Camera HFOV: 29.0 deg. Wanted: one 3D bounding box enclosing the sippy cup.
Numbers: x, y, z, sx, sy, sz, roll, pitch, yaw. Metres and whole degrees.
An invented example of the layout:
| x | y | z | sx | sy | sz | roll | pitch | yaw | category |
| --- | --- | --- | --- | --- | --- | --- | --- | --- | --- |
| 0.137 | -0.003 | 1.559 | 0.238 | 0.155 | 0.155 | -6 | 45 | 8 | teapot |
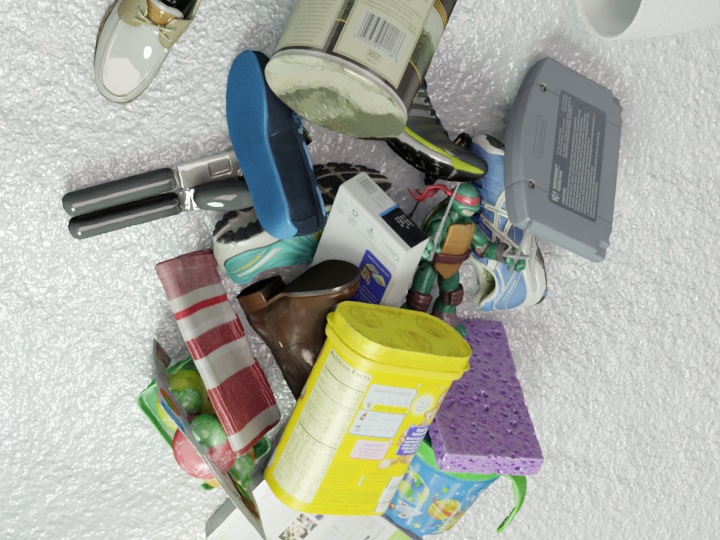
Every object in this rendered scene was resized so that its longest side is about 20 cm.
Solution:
| x | y | z | sx | sy | sz | roll | pitch | yaw | category |
| --- | --- | --- | --- | --- | --- | --- | --- | --- | --- |
| 0.082 | 0.210 | 1.501 | 0.139 | 0.178 | 0.131 | 1 | 128 | -32 | sippy cup |

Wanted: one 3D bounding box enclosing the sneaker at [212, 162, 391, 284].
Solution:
| x | y | z | sx | sy | sz | roll | pitch | yaw | category |
| --- | --- | --- | --- | --- | --- | --- | --- | --- | --- |
| -0.060 | -0.051 | 1.451 | 0.199 | 0.078 | 0.080 | -24 | 132 | -12 | sneaker |

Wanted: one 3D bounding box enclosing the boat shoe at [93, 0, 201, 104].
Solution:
| x | y | z | sx | sy | sz | roll | pitch | yaw | category |
| --- | --- | --- | --- | --- | --- | --- | --- | --- | --- |
| -0.201 | -0.255 | 1.358 | 0.075 | 0.068 | 0.200 | 25 | 94 | -19 | boat shoe |

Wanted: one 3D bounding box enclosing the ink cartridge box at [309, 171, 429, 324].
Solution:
| x | y | z | sx | sy | sz | roll | pitch | yaw | category |
| --- | --- | --- | --- | --- | --- | --- | --- | --- | --- |
| 0.000 | 0.000 | 1.411 | 0.039 | 0.200 | 0.099 | -32 | 70 | -34 | ink cartridge box |

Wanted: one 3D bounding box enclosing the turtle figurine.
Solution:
| x | y | z | sx | sy | sz | roll | pitch | yaw | category |
| --- | --- | --- | --- | --- | --- | --- | --- | --- | --- |
| 0.098 | -0.016 | 1.439 | 0.149 | 0.101 | 0.201 | 0 | 123 | -29 | turtle figurine |

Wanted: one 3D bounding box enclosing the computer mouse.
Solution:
| x | y | z | sx | sy | sz | roll | pitch | yaw | category |
| --- | --- | --- | --- | --- | --- | --- | --- | --- | --- |
| 0.047 | -0.070 | 1.477 | 0.034 | 0.059 | 0.200 | 38 | 88 | -12 | computer mouse |

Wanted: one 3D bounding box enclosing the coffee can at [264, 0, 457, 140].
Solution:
| x | y | z | sx | sy | sz | roll | pitch | yaw | category |
| --- | --- | --- | --- | --- | --- | --- | --- | --- | --- |
| 0.011 | -0.249 | 1.348 | 0.146 | 0.146 | 0.201 | 30 | 71 | -20 | coffee can |

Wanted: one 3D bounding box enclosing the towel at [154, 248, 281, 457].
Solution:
| x | y | z | sx | sy | sz | roll | pitch | yaw | category |
| --- | --- | --- | --- | --- | --- | --- | --- | --- | --- |
| -0.138 | 0.076 | 1.384 | 0.023 | 0.144 | 0.201 | -22 | 92 | 13 | towel |

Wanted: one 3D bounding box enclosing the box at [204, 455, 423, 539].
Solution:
| x | y | z | sx | sy | sz | roll | pitch | yaw | category |
| --- | --- | --- | --- | --- | --- | --- | --- | --- | --- |
| -0.049 | 0.290 | 1.517 | 0.200 | 0.036 | 0.144 | 40 | 104 | -18 | box |

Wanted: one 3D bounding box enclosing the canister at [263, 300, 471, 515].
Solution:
| x | y | z | sx | sy | sz | roll | pitch | yaw | category |
| --- | --- | --- | --- | --- | --- | --- | --- | --- | --- |
| 0.003 | 0.141 | 1.372 | 0.148 | 0.087 | 0.200 | 10 | 115 | -37 | canister |

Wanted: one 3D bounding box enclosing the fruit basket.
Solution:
| x | y | z | sx | sy | sz | roll | pitch | yaw | category |
| --- | --- | --- | --- | --- | --- | --- | --- | --- | --- |
| -0.147 | 0.164 | 1.391 | 0.094 | 0.200 | 0.185 | -36 | 108 | -5 | fruit basket |

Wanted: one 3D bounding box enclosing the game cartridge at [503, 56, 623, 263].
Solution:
| x | y | z | sx | sy | sz | roll | pitch | yaw | category |
| --- | --- | --- | --- | --- | --- | --- | --- | --- | --- |
| 0.214 | -0.120 | 1.474 | 0.133 | 0.040 | 0.201 | 25 | 62 | -29 | game cartridge |

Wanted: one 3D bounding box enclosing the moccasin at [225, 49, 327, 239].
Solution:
| x | y | z | sx | sy | sz | roll | pitch | yaw | category |
| --- | --- | --- | --- | --- | --- | --- | --- | --- | --- |
| -0.085 | -0.124 | 1.400 | 0.068 | 0.080 | 0.201 | -1 | 74 | -39 | moccasin |

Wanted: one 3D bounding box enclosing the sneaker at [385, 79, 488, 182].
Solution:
| x | y | z | sx | sy | sz | roll | pitch | yaw | category |
| --- | --- | --- | --- | --- | --- | --- | --- | --- | --- |
| 0.053 | -0.164 | 1.430 | 0.200 | 0.074 | 0.081 | 36 | 82 | 0 | sneaker |

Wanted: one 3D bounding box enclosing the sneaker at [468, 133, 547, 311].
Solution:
| x | y | z | sx | sy | sz | roll | pitch | yaw | category |
| --- | --- | --- | --- | --- | --- | --- | --- | --- | --- |
| 0.145 | -0.047 | 1.498 | 0.077 | 0.076 | 0.201 | -19 | 105 | -16 | sneaker |

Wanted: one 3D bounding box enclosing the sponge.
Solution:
| x | y | z | sx | sy | sz | roll | pitch | yaw | category |
| --- | --- | --- | --- | --- | --- | --- | --- | --- | --- |
| 0.118 | 0.129 | 1.471 | 0.111 | 0.200 | 0.030 | 6 | 131 | -17 | sponge |

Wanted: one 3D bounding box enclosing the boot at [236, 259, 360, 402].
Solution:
| x | y | z | sx | sy | sz | roll | pitch | yaw | category |
| --- | --- | --- | --- | --- | --- | --- | --- | --- | --- |
| -0.023 | 0.093 | 1.433 | 0.064 | 0.186 | 0.200 | -37 | 107 | -35 | boot |

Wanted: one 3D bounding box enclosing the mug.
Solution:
| x | y | z | sx | sy | sz | roll | pitch | yaw | category |
| --- | --- | --- | --- | --- | --- | --- | --- | --- | --- |
| 0.343 | -0.314 | 1.438 | 0.175 | 0.200 | 0.148 | -8 | 108 | -22 | mug |

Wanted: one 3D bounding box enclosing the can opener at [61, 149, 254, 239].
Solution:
| x | y | z | sx | sy | sz | roll | pitch | yaw | category |
| --- | --- | --- | --- | --- | --- | --- | --- | --- | --- |
| -0.198 | -0.076 | 1.400 | 0.199 | 0.066 | 0.053 | -14 | 111 | -11 | can opener |
